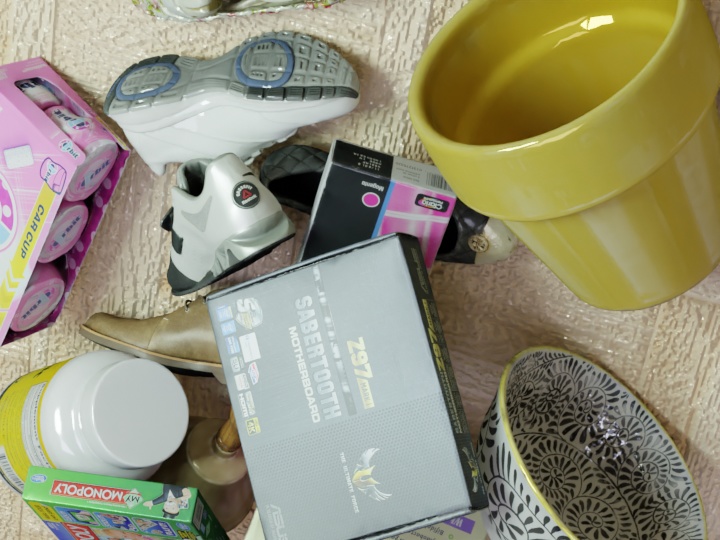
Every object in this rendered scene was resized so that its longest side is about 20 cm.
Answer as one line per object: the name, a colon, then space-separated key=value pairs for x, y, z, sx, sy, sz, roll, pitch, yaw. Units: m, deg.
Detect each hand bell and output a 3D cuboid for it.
hand bell: x=-0.098 y=0.128 z=1.449 sx=0.104 sy=0.105 sz=0.200 roll=35 pitch=147 yaw=-4

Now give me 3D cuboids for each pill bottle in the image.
pill bottle: x=-0.214 y=0.123 z=1.477 sx=0.112 sy=0.111 sz=0.199 roll=50 pitch=150 yaw=-14

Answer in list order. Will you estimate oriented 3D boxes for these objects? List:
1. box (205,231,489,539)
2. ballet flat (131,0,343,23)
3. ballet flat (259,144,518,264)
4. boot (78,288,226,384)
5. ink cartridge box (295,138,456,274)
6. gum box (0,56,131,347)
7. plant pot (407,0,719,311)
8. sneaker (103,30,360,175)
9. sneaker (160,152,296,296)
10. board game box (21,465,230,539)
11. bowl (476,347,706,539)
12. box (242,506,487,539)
box: x=-0.010 y=0.091 z=1.312 sx=0.156 sy=0.051 sz=0.202 roll=-17 pitch=82 yaw=19
ballet flat: x=-0.087 y=-0.209 z=1.312 sx=0.198 sy=0.064 sz=0.076 roll=-7 pitch=118 yaw=22
ballet flat: x=0.019 y=-0.040 z=1.377 sx=0.198 sy=0.057 sz=0.067 roll=16 pitch=120 yaw=3
boot: x=-0.130 y=0.049 z=1.490 sx=0.198 sy=0.074 sz=0.076 roll=10 pitch=87 yaw=20
ink cartridge box: x=0.000 y=0.000 z=1.369 sx=0.094 sy=0.037 sz=0.201 roll=15 pitch=131 yaw=-5
gum box: x=-0.261 y=-0.056 z=1.438 sx=0.113 sy=0.066 sz=0.201 roll=43 pitch=127 yaw=18
plant pot: x=0.158 y=-0.082 z=1.240 sx=0.199 sy=0.202 sz=0.189 roll=-14 pitch=130 yaw=25
sneaker: x=-0.088 y=-0.119 z=1.374 sx=0.198 sy=0.075 sz=0.088 roll=-4 pitch=134 yaw=25
sneaker: x=-0.109 y=-0.039 z=1.391 sx=0.089 sy=0.074 sz=0.200 roll=61 pitch=154 yaw=1
board game box: x=-0.173 y=0.206 z=1.463 sx=0.133 sy=0.029 sz=0.200 roll=5 pitch=156 yaw=11
bowl: x=0.149 y=0.164 z=1.362 sx=0.200 sy=0.201 sz=0.094 roll=42 pitch=123 yaw=-8
box: x=-0.004 y=0.232 z=1.464 sx=0.174 sy=0.097 sz=0.202 roll=21 pitch=83 yaw=5
